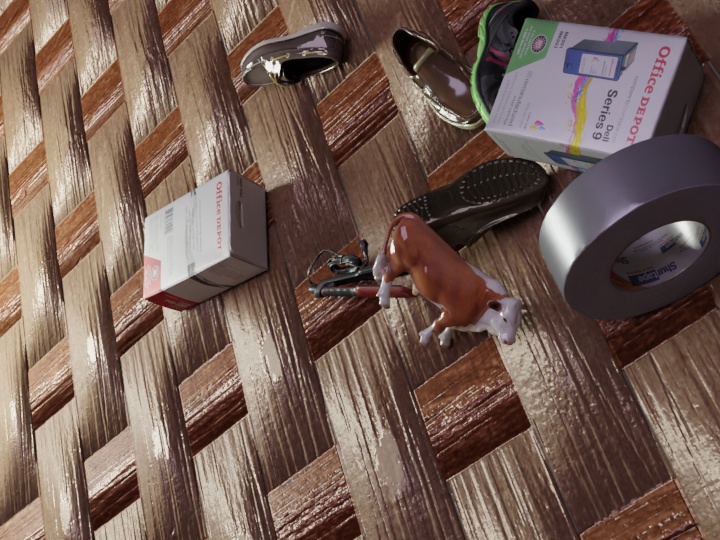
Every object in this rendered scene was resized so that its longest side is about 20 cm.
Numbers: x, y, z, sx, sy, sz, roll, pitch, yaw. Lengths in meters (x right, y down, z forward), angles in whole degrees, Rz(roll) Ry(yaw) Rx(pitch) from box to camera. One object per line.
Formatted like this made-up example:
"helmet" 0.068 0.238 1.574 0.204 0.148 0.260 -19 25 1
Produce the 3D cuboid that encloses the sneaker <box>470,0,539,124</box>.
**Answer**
"sneaker" 0.187 -0.252 1.237 0.083 0.076 0.203 -15 64 41

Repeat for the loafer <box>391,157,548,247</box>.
"loafer" 0.137 -0.075 1.217 0.198 0.068 0.077 -18 47 18

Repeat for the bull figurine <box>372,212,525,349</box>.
"bull figurine" 0.098 0.025 1.172 0.200 0.065 0.122 46 118 10

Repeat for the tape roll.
"tape roll" 0.278 -0.038 0.975 0.200 0.199 0.067 -39 51 23

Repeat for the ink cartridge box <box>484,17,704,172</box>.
"ink cartridge box" 0.260 -0.189 1.116 0.198 0.087 0.147 19 84 34

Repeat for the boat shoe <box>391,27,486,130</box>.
"boat shoe" 0.099 -0.256 1.319 0.075 0.074 0.203 -51 47 13

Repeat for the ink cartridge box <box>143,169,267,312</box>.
"ink cartridge box" -0.237 -0.042 1.528 0.198 0.082 0.149 -23 58 34

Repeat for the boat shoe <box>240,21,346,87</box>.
"boat shoe" -0.108 -0.319 1.540 0.198 0.072 0.060 -13 61 32

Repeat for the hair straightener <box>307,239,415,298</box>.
"hair straightener" 0.000 0.000 1.334 0.198 0.041 0.078 -6 68 46
